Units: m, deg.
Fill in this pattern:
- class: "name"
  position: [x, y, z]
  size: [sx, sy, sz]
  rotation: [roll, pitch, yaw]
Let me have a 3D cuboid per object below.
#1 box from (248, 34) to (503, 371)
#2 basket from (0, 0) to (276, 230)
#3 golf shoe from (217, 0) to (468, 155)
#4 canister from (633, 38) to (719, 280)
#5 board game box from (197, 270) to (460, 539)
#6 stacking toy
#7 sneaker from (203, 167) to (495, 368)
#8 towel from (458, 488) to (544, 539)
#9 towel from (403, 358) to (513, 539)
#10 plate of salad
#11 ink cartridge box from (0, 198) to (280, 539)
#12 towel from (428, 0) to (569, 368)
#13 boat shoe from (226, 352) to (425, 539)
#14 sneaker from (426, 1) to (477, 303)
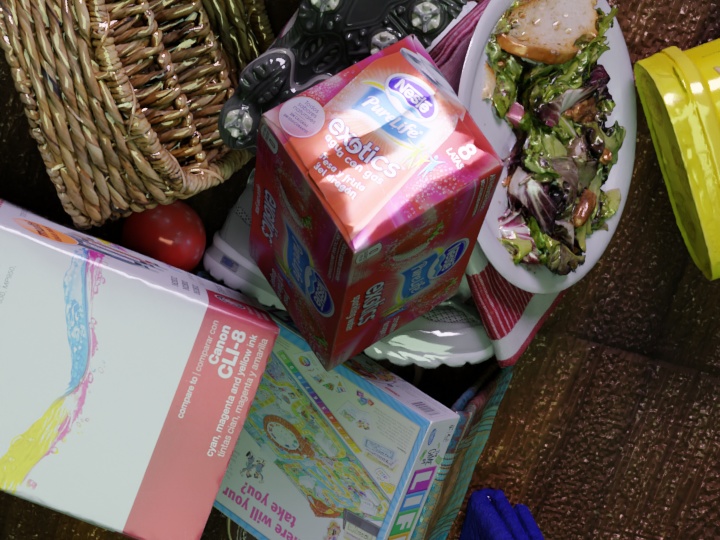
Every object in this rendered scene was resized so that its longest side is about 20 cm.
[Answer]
- class: "box"
  position: [0.004, -0.033, 1.066]
  size: [0.099, 0.200, 0.096]
  rotation: [-30, 74, -16]
- class: "basket"
  position: [-0.129, -0.142, 1.107]
  size: [0.148, 0.143, 0.201]
  rotation: [-16, 111, 1]
- class: "golf shoe"
  position: [-0.006, -0.145, 1.090]
  size: [0.077, 0.088, 0.200]
  rotation: [43, 115, -11]
- class: "canister"
  position: [0.291, -0.096, 1.195]
  size: [0.199, 0.087, 0.149]
  rotation: [-20, 110, 0]
- class: "board game box"
  position: [-0.044, 0.104, 1.195]
  size: [0.200, 0.034, 0.135]
  rotation: [32, 110, 30]
- class: "stacking toy"
  position: [-0.181, 0.028, 1.203]
  size: [0.200, 0.085, 0.085]
  rotation: [-45, 108, 4]
- class: "sneaker"
  position: [0.000, 0.000, 1.185]
  size: [0.199, 0.075, 0.082]
  rotation: [22, 105, 7]
- class: "towel"
  position: [0.095, 0.265, 1.275]
  size: [0.049, 0.148, 0.201]
  rotation: [4, 109, -17]
- class: "towel"
  position: [0.049, 0.164, 1.237]
  size: [0.022, 0.147, 0.201]
  rotation: [23, 107, 10]
- class: "plate of salad"
  position: [0.124, -0.085, 1.142]
  size: [0.048, 0.200, 0.201]
  rotation: [4, 117, 38]
- class: "ink cartridge box"
  position: [-0.169, 0.054, 1.098]
  size: [0.199, 0.145, 0.145]
  rotation: [21, 93, -10]
- class: "towel"
  position: [0.093, -0.061, 1.161]
  size: [0.023, 0.144, 0.201]
  rotation: [0, 123, 36]
- class: "boat shoe"
  position: [-0.022, 0.123, 1.250]
  size: [0.072, 0.072, 0.200]
  rotation: [36, 103, -16]
- class: "sneaker"
  position: [0.064, -0.073, 1.196]
  size: [0.088, 0.075, 0.201]
  rotation: [-34, 131, -35]
